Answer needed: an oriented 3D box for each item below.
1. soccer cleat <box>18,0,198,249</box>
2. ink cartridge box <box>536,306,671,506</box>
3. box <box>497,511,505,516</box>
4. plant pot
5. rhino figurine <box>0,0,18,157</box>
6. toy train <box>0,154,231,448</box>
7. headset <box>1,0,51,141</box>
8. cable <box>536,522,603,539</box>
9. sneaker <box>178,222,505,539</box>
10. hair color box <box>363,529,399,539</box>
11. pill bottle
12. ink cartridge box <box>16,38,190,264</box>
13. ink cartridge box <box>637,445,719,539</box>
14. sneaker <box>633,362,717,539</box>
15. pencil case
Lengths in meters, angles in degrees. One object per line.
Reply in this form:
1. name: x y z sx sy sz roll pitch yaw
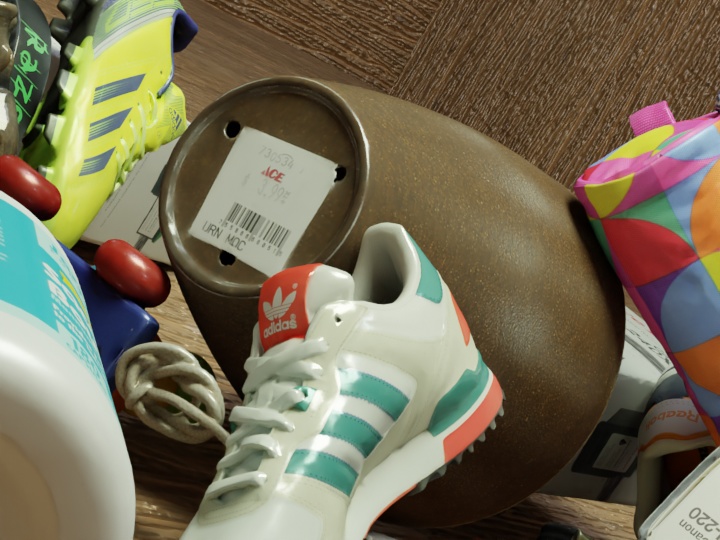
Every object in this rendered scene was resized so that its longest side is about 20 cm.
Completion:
1. soccer cleat: -0.121 -0.078 0.882 0.083 0.065 0.201 31 41 -23
2. ink cartridge box: 0.097 0.053 0.984 0.199 0.084 0.145 15 21 -50
3. box: 0.017 0.058 1.084 0.192 0.048 0.200 34 9 1
4. plant pot: 0.000 0.000 0.778 0.186 0.187 0.200 35 -2 30
5. rhino figurine: -0.232 -0.078 0.805 0.199 0.088 0.060 5 -1 28
6. toy train: -0.094 0.043 0.744 0.200 0.085 0.116 36 -3 29
7. headset: -0.224 -0.084 0.896 0.199 0.124 0.094 6 -20 38
8. cable: 0.149 0.188 0.897 0.200 0.050 0.097 40 -12 -20
9. sneaker: -0.026 0.053 0.617 0.070 0.094 0.200 -10 20 40
10. hair color box: 0.079 0.166 0.656 0.199 0.061 0.100 25 11 -36
11. pill bottle: -0.131 0.036 0.528 0.110 0.111 0.200 27 10 -21
12. ink cartridge box: -0.171 -0.082 1.052 0.146 0.085 0.200 36 5 16
13. ink cartridge box: 0.213 0.172 0.748 0.146 0.085 0.200 39 -11 45
14. sneaker: 0.189 0.148 0.912 0.201 0.078 0.079 64 35 -15
15. pencil case: 0.175 0.019 0.824 0.201 0.088 0.088 63 7 -6
